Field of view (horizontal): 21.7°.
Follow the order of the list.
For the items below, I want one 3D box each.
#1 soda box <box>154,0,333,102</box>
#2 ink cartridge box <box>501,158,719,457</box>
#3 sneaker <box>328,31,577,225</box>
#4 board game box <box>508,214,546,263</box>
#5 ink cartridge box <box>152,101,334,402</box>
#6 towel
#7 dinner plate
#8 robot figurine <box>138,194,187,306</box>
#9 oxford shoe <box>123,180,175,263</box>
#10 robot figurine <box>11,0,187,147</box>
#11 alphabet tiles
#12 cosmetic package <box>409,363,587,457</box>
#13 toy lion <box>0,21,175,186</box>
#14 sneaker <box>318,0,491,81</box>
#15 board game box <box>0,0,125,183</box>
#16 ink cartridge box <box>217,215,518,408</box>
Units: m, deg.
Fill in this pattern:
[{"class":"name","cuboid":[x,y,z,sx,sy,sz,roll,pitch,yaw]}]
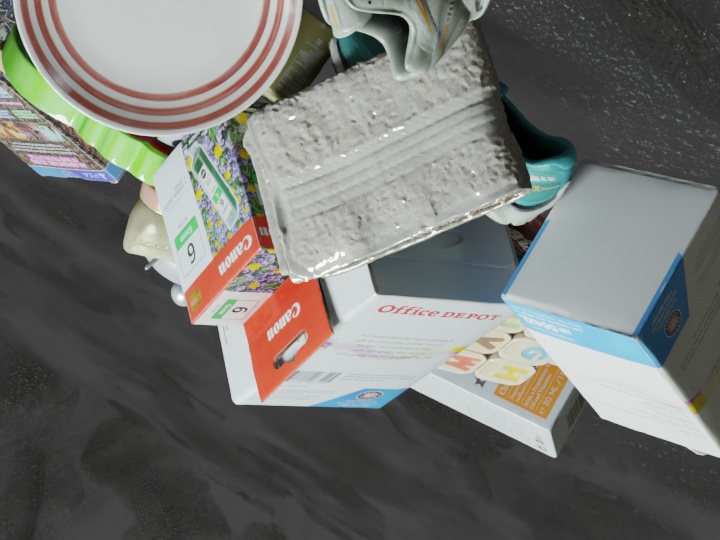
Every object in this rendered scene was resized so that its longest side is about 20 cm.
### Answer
[{"class":"soda box","cuboid":[-0.114,-0.202,1.355,0.200,0.064,0.068,37,177,-13]},{"class":"ink cartridge box","cuboid":[0.220,0.036,1.370,0.125,0.129,0.200,16,157,42]},{"class":"sneaker","cuboid":[0.068,-0.120,1.336,0.200,0.078,0.080,36,136,-4]},{"class":"board game box","cuboid":[0.104,-0.046,1.536,0.200,0.020,0.103,39,161,-21]},{"class":"ink cartridge box","cuboid":[-0.089,-0.015,1.388,0.050,0.201,0.109,5,145,-36]},{"class":"towel","cuboid":[0.013,-0.079,1.284,0.199,0.133,0.034,-23,166,27]},{"class":"dinner plate","cuboid":[-0.139,-0.192,1.295,0.200,0.200,0.024,36,-166,-13]},{"class":"robot figurine","cuboid":[-0.124,-0.049,1.668,0.112,0.171,0.200,24,-159,20]},{"class":"oxford shoe","cuboid":[-0.104,-0.019,1.568,0.199,0.074,0.071,21,-157,-23]},{"class":"robot figurine","cuboid":[-0.168,-0.180,1.451,0.199,0.151,0.125,34,151,-12]},{"class":"alphabet tiles","cuboid":[0.139,0.040,1.535,0.194,0.015,0.200,14,145,-25]},{"class":"cosmetic package","cuboid":[0.113,0.078,1.728,0.199,0.102,0.071,24,161,21]},{"class":"toy lion","cuboid":[-0.195,-0.131,1.537,0.199,0.069,0.192,21,-157,-24]},{"class":"sneaker","cuboid":[-0.007,-0.200,1.169,0.200,0.092,0.076,40,162,-22]},{"class":"board game box","cuboid":[-0.305,-0.181,1.740,0.200,0.097,0.159,43,160,-32]},{"class":"ink cartridge box","cuboid":[0.000,0.000,1.431,0.146,0.147,0.200,5,152,-36]}]
